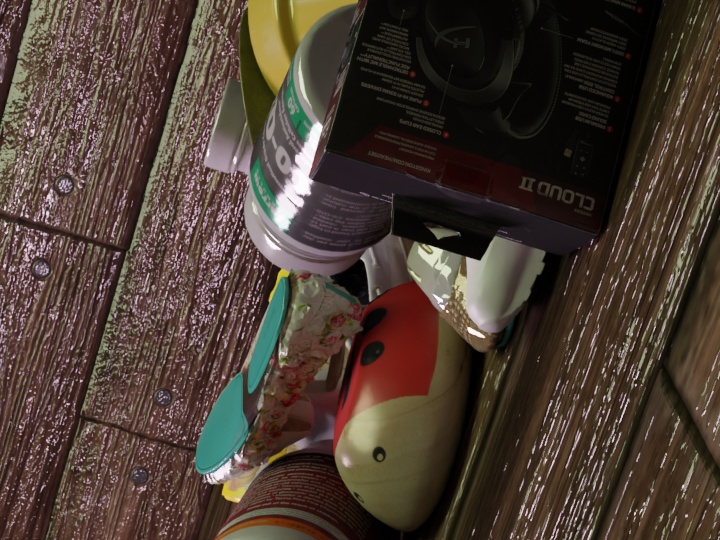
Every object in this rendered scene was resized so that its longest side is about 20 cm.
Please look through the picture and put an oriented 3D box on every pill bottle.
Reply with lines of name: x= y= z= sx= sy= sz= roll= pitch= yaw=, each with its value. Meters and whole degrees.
pill bottle: x=-0.035 y=0.185 z=1.201 sx=0.200 sy=0.112 sz=0.113 roll=-55 pitch=-16 yaw=-70
pill bottle: x=-0.035 y=-0.105 z=1.646 sx=0.111 sy=0.199 sz=0.112 roll=-163 pitch=90 yaw=-85
pill bottle: x=-0.011 y=-0.079 z=1.208 sx=0.200 sy=0.113 sz=0.114 roll=121 pitch=164 yaw=-60

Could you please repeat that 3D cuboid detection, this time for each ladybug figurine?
ladybug figurine: x=0.026 y=0.079 z=1.188 sx=0.200 sy=0.072 sz=0.136 roll=-81 pitch=9 yaw=-53

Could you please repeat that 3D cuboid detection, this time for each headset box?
headset box: x=0.066 y=-0.108 z=0.956 sx=0.077 sy=0.148 sz=0.201 roll=134 pitch=151 yaw=-79

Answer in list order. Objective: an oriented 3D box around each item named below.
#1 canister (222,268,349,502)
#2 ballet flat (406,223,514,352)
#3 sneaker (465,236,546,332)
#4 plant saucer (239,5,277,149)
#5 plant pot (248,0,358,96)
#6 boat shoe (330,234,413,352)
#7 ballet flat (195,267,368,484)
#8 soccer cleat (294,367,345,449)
canister: x=-0.051 y=0.104 z=1.536 sx=0.149 sy=0.086 sz=0.201 roll=147 pitch=138 yaw=-79
ballet flat: x=0.059 y=-0.009 z=1.149 sx=0.200 sy=0.065 sz=0.071 roll=-90 pitch=17 yaw=-69
sneaker: x=0.080 y=-0.064 z=1.043 sx=0.076 sy=0.080 sz=0.201 roll=131 pitch=154 yaw=-72
plant saucer: x=-0.049 y=-0.112 z=1.429 sx=0.200 sy=0.031 sz=0.201 roll=-11 pitch=-90 yaw=-78
plant pot: x=0.043 y=-0.189 z=1.286 sx=0.189 sy=0.200 sz=0.202 roll=4 pitch=77 yaw=67
boat shoe: x=0.000 y=0.000 z=1.340 sx=0.072 sy=0.068 sz=0.201 roll=-51 pitch=42 yaw=41
ballet flat: x=-0.052 y=0.081 z=1.218 sx=0.076 sy=0.064 sz=0.200 roll=-95 pitch=25 yaw=-42
soccer cleat: x=-0.015 y=0.115 z=1.353 sx=0.200 sy=0.077 sz=0.070 roll=62 pitch=-159 yaw=-71
